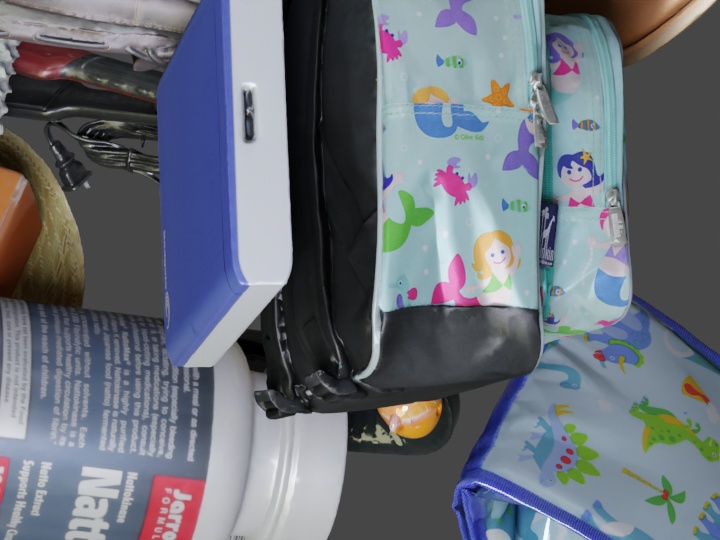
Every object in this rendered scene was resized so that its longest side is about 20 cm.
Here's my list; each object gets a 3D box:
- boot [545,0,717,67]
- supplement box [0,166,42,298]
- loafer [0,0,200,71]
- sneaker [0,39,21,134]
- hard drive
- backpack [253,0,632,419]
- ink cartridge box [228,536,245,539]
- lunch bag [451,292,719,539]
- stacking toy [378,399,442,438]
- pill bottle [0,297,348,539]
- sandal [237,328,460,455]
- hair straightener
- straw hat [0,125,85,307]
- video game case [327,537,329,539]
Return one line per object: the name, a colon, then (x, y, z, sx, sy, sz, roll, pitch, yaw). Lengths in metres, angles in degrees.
boot: (0.071, -0.157, 1.286, 0.199, 0.074, 0.155, -28, 104, 34)
supplement box: (-0.261, -0.038, 1.470, 0.199, 0.067, 0.069, 20, 161, 7)
loafer: (-0.111, -0.121, 1.365, 0.199, 0.072, 0.063, 14, 114, -15)
sneaker: (-0.218, -0.107, 1.418, 0.099, 0.070, 0.201, 17, 88, 24)
hard drive: (-0.058, -0.041, 1.234, 0.025, 0.133, 0.200, -1, 169, -11)
backpack: (0.026, -0.050, 1.223, 0.177, 0.149, 0.202, 153, 110, -72)
ink cartridge box: (-0.101, 0.193, 1.585, 0.144, 0.048, 0.201, 6, 141, 12)
lunch bag: (0.131, 0.121, 1.389, 0.127, 0.170, 0.200, -26, 110, 36)
stacking toy: (0.000, 0.000, 1.414, 0.109, 0.116, 0.201, -1, 130, 26)
pill bottle: (-0.112, 0.080, 1.428, 0.199, 0.120, 0.120, 7, 131, -15)
sandal: (-0.049, 0.069, 1.517, 0.199, 0.048, 0.076, -3, 122, 26)
hair straightener: (-0.127, -0.075, 1.465, 0.199, 0.041, 0.077, 11, 127, 13)
straw hat: (-0.232, 0.016, 1.536, 0.200, 0.202, 0.085, 22, 171, 9)
video game case: (-0.116, 0.138, 1.571, 0.199, 0.019, 0.143, 12, 145, 4)
